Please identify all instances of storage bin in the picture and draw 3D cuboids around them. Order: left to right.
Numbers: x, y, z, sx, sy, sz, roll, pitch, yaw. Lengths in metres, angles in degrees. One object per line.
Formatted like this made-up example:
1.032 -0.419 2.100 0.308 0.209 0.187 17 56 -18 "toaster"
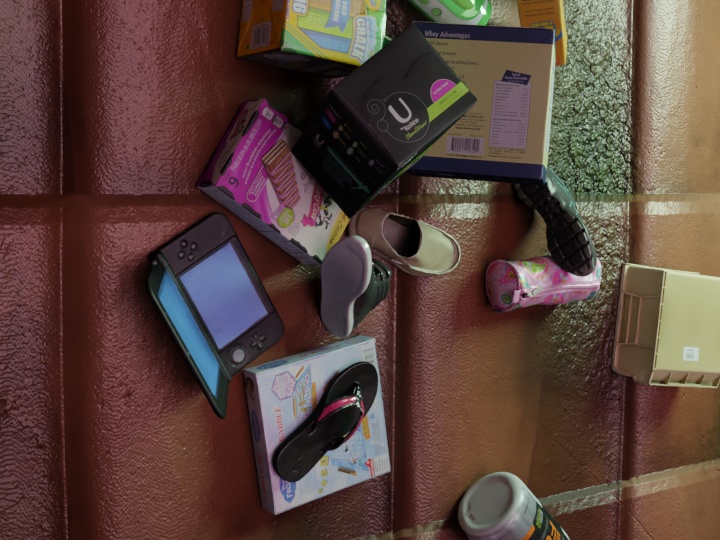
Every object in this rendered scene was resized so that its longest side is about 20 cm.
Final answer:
0.548 0.098 1.870 0.199 0.093 0.200 6 91 -35 "storage bin"

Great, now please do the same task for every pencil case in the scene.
0.290 0.017 1.690 0.199 0.087 0.088 -6 97 -35 "pencil case"

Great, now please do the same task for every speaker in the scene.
0.097 -0.412 1.522 0.199 0.088 0.089 33 75 -32 "speaker"

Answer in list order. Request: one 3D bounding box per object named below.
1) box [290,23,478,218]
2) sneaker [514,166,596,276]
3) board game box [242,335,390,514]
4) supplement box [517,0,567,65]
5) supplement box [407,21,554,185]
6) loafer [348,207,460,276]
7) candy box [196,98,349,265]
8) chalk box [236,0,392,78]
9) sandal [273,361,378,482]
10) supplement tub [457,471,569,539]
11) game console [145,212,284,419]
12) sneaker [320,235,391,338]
0.024 -0.179 1.329 0.148 0.200 0.124 -42 90 -24 "box"
0.320 -0.085 1.676 0.079 0.075 0.201 -11 70 -49 "sneaker"
-0.058 0.211 1.493 0.198 0.041 0.202 -13 101 -33 "board game box"
0.268 -0.392 1.590 0.200 0.066 0.069 65 24 -56 "supplement box"
0.168 -0.230 1.497 0.134 0.198 0.202 -3 98 -79 "supplement box"
0.074 -0.037 1.546 0.199 0.068 0.076 17 85 -34 "loafer"
-0.100 -0.114 1.425 0.200 0.061 0.137 36 73 -32 "candy box"
-0.044 -0.327 1.409 0.199 0.124 0.125 4 92 -36 "chalk box"
-0.036 0.209 1.454 0.200 0.045 0.075 -48 118 -22 "sandal"
0.250 0.419 1.673 0.123 0.122 0.200 -52 119 -20 "supplement tub"
-0.177 0.052 1.353 0.175 0.116 0.201 -36 113 -26 "game console"
0.000 0.000 1.458 0.099 0.070 0.201 -45 160 -33 "sneaker"
